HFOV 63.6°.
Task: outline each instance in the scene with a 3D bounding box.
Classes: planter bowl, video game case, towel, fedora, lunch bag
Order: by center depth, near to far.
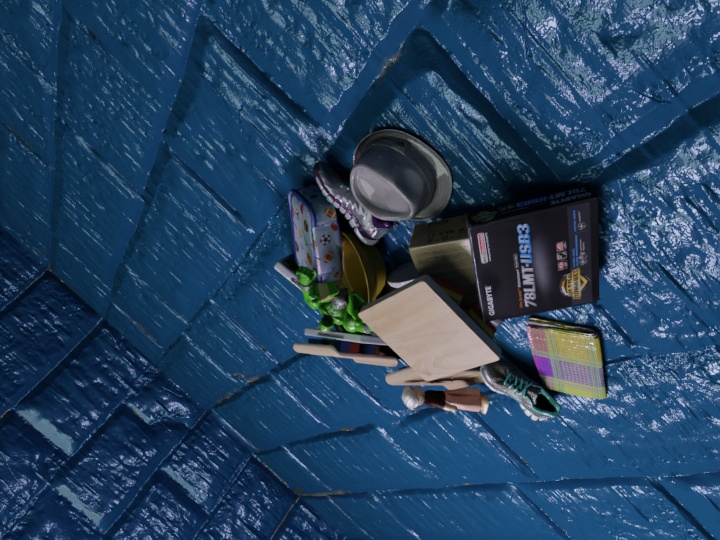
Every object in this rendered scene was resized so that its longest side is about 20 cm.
[{"bbox_3d":[0.057,-0.151,1.039,0.198,0.091,0.178,35,140,8],"label":"fedora"},{"bbox_3d":[0.413,0.177,1.154,0.141,0.023,0.203,7,135,38],"label":"towel"},{"bbox_3d":[-0.101,-0.071,1.241,0.160,0.074,0.205,42,140,50],"label":"lunch bag"},{"bbox_3d":[0.000,0.000,1.257,0.200,0.082,0.205,41,140,47],"label":"planter bowl"},{"bbox_3d":[-0.014,0.150,1.308,0.141,0.019,0.197,12,173,-40],"label":"video game case"},{"bbox_3d":[-0.112,0.032,1.373,0.181,0.022,0.200,40,-172,-2],"label":"video game case"}]

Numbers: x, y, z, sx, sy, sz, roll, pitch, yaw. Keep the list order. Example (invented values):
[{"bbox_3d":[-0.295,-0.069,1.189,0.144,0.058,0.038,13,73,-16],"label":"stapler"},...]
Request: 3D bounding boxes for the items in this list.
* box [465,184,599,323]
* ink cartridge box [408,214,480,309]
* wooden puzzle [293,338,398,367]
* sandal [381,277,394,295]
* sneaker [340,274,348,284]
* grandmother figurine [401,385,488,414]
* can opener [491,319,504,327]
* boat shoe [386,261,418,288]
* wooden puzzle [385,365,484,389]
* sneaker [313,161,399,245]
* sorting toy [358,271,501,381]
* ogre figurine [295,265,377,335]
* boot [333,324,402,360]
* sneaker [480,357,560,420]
[{"bbox_3d":[0.278,-0.020,0.932,0.193,0.050,0.204,-12,124,7],"label":"box"},{"bbox_3d":[0.204,-0.014,1.035,0.195,0.076,0.167,-9,128,23],"label":"ink cartridge box"},{"bbox_3d":[-0.034,0.186,1.365,0.197,0.048,0.183,16,167,-36],"label":"wooden puzzle"},{"bbox_3d":[0.098,0.093,1.328,0.074,0.048,0.204,24,143,36],"label":"sandal"},{"bbox_3d":[-0.051,0.020,1.365,0.197,0.078,0.074,28,143,14],"label":"sneaker"},{"bbox_3d":[0.191,0.298,1.350,0.194,0.062,0.121,6,173,-9],"label":"grandmother figurine"},{"bbox_3d":[0.217,0.118,1.234,0.079,0.064,0.199,44,146,-10],"label":"can opener"},{"bbox_3d":[0.139,0.022,1.191,0.197,0.071,0.064,-5,127,44],"label":"boat shoe"},{"bbox_3d":[0.183,0.237,1.357,0.196,0.048,0.184,12,156,-27],"label":"wooden puzzle"},{"bbox_3d":[-0.007,-0.150,1.156,0.087,0.075,0.201,-31,110,28],"label":"sneaker"},{"bbox_3d":[0.129,0.093,1.053,0.199,0.070,0.199,44,142,-13],"label":"sorting toy"},{"bbox_3d":[-0.046,0.072,1.177,0.195,0.101,0.120,14,158,-7],"label":"ogre figurine"},{"bbox_3d":[0.029,0.156,1.423,0.199,0.070,0.174,42,157,-4],"label":"boot"},{"bbox_3d":[0.346,0.249,1.235,0.198,0.079,0.091,34,168,-7],"label":"sneaker"}]
